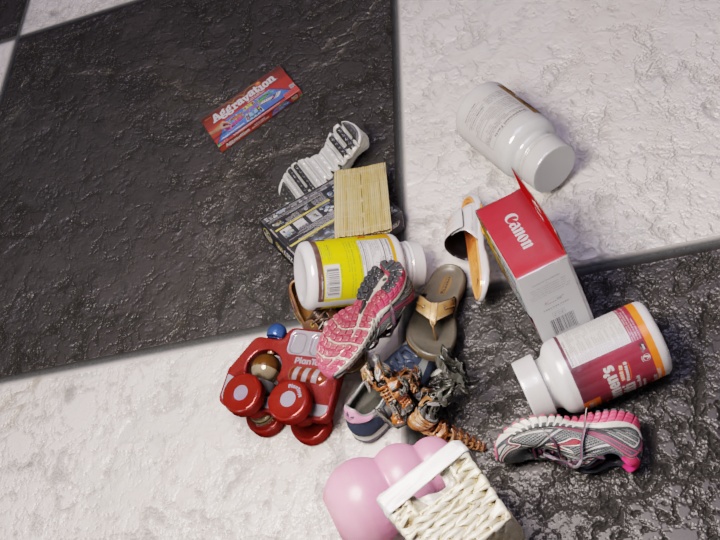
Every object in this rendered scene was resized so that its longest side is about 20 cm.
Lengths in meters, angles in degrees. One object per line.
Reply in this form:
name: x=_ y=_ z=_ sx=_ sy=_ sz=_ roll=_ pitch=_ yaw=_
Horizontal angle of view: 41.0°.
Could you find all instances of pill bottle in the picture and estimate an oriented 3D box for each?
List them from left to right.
pill bottle: x=0.000 y=0.000 z=1.531 sx=0.198 sy=0.110 sz=0.110 roll=-5 pitch=49 yaw=-17
pill bottle: x=0.259 y=-0.220 z=1.604 sx=0.114 sy=0.115 sz=0.200 roll=-38 pitch=51 yaw=-5
pill bottle: x=0.319 y=0.131 z=1.338 sx=0.199 sy=0.110 sz=0.110 roll=-25 pitch=51 yaw=6

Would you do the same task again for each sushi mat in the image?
sushi mat: x=0.002 y=-0.118 z=1.626 sx=0.095 sy=0.012 sz=0.201 roll=-7 pitch=39 yaw=4

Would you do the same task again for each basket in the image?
basket: x=0.126 y=0.328 z=1.232 sx=0.135 sy=0.200 sz=0.124 roll=-36 pitch=55 yaw=-4

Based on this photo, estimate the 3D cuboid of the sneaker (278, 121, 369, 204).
sneaker: x=-0.063 y=-0.186 z=1.753 sx=0.199 sy=0.081 sz=0.075 roll=-38 pitch=75 yaw=19

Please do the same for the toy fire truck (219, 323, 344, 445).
toy fire truck: x=-0.114 y=0.167 z=1.494 sx=0.198 sy=0.112 sz=0.169 roll=5 pitch=63 yaw=26

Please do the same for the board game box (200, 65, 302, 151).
board game box: x=-0.221 y=-0.329 z=1.949 sx=0.199 sy=0.019 sz=0.103 roll=-36 pitch=50 yaw=-3

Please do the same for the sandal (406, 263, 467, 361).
sandal: x=0.122 y=0.055 z=1.489 sx=0.081 sy=0.055 sz=0.201 roll=11 pitch=48 yaw=17

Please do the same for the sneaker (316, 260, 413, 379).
sneaker: x=0.014 y=0.082 z=1.432 sx=0.080 sy=0.075 sz=0.200 roll=23 pitch=67 yaw=44

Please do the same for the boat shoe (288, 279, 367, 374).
boat shoe: x=-0.061 y=0.088 z=1.559 sx=0.072 sy=0.068 sz=0.200 roll=-37 pitch=51 yaw=-5

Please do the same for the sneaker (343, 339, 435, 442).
sneaker: x=0.048 y=0.162 z=1.450 sx=0.070 sy=0.082 sz=0.201 roll=23 pitch=66 yaw=33

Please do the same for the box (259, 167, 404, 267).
box: x=-0.049 y=-0.081 z=1.654 sx=0.199 sy=0.049 sz=0.161 roll=-31 pitch=46 yaw=-18

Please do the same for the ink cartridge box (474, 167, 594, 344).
ink cartridge box: x=0.244 y=-0.026 z=1.406 sx=0.083 sy=0.176 sz=0.201 roll=-26 pitch=33 yaw=4

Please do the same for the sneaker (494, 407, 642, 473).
sneaker: x=0.279 y=0.237 z=1.301 sx=0.198 sy=0.081 sz=0.075 roll=-10 pitch=56 yaw=17

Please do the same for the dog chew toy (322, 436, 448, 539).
dog chew toy: x=0.050 y=0.299 z=1.338 sx=0.199 sy=0.125 sz=0.125 roll=-26 pitch=50 yaw=-6

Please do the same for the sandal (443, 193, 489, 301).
sandal: x=0.164 y=-0.043 z=1.527 sx=0.059 sy=0.080 sz=0.208 roll=4 pitch=48 yaw=-8

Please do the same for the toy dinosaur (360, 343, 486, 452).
toy dinosaur: x=0.098 y=0.184 z=1.387 sx=0.136 sy=0.199 sz=0.102 roll=-51 pitch=19 yaw=10
